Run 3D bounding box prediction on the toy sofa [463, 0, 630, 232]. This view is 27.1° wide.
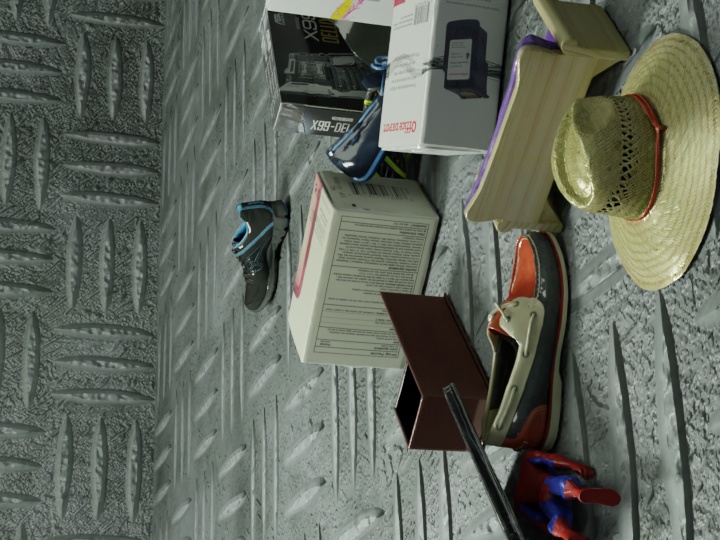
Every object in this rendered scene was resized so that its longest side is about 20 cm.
[{"bbox_3d":[0.149,-0.135,1.303,0.083,0.097,0.200,-106,25,-50],"label":"toy sofa"}]

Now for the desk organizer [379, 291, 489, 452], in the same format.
[{"bbox_3d":[0.070,0.102,1.544,0.200,0.077,0.072,-112,31,-57],"label":"desk organizer"}]

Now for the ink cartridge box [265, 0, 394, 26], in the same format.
[{"bbox_3d":[-0.002,-0.385,1.709,0.146,0.199,0.147,115,155,-50],"label":"ink cartridge box"}]

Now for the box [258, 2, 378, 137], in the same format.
[{"bbox_3d":[-0.040,-0.251,1.879,0.050,0.157,0.200,111,158,-44],"label":"box"}]

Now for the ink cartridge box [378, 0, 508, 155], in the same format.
[{"bbox_3d":[0.087,-0.222,1.564,0.145,0.084,0.201,-168,84,-74],"label":"ink cartridge box"}]

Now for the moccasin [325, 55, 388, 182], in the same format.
[{"bbox_3d":[0.028,-0.197,1.673,0.200,0.068,0.080,-59,-4,0],"label":"moccasin"}]

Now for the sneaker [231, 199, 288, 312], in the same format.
[{"bbox_3d":[-0.173,-0.026,2.409,0.073,0.082,0.201,-118,35,-59],"label":"sneaker"}]

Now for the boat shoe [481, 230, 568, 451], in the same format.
[{"bbox_3d":[0.143,0.060,1.333,0.071,0.062,0.201,156,119,-74],"label":"boat shoe"}]

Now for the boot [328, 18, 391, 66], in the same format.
[{"bbox_3d":[0.005,-0.332,1.853,0.069,0.200,0.174,-50,-1,23],"label":"boot"}]

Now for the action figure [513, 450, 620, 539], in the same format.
[{"bbox_3d":[0.166,0.190,1.245,0.200,0.052,0.066,-161,82,-78],"label":"action figure"}]

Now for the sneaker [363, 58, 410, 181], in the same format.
[{"bbox_3d":[0.033,-0.172,1.763,0.076,0.075,0.201,-93,20,-70],"label":"sneaker"}]

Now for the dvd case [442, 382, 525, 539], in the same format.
[{"bbox_3d":[0.124,0.209,1.308,0.200,0.016,0.149,-111,-2,-57],"label":"dvd case"}]

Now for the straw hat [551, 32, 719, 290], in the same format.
[{"bbox_3d":[0.195,-0.088,1.152,0.201,0.085,0.202,-176,90,-74],"label":"straw hat"}]

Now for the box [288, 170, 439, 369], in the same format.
[{"bbox_3d":[0.000,0.000,1.725,0.109,0.127,0.201,-115,33,-60],"label":"box"}]
